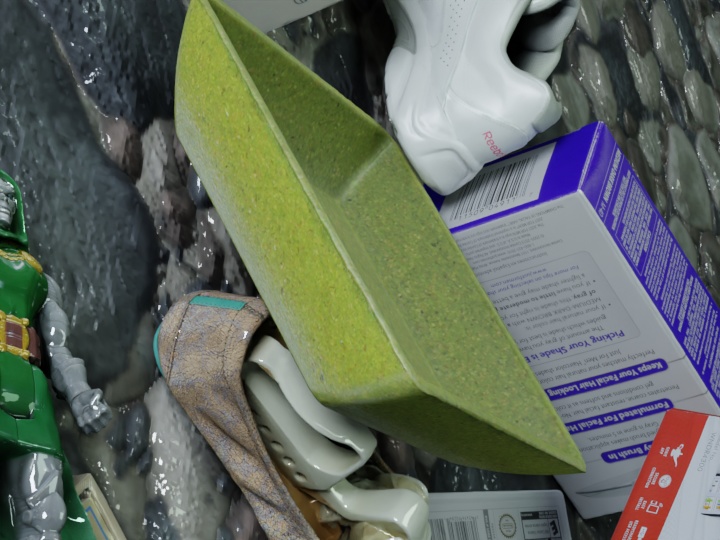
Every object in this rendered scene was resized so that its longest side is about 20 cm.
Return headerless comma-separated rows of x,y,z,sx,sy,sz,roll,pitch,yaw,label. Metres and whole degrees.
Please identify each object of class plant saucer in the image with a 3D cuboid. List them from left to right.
0.000,0.000,0.812,0.200,0.048,0.200,61,14,26,plant saucer

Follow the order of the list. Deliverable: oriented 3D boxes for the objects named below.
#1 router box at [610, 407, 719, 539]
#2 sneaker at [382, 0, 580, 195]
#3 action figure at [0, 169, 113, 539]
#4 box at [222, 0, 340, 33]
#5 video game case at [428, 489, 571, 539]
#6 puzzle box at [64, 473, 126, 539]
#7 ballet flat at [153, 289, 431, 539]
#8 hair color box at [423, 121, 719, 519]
0.183,0.170,0.866,0.049,0.179,0.201,42,66,-38,router box
0.061,-0.134,0.965,0.078,0.099,0.201,45,31,-55,sneaker
-0.126,0.048,0.659,0.118,0.055,0.201,24,42,-41,action figure
-0.072,-0.198,0.837,0.200,0.082,0.069,44,43,-34,box
0.073,0.206,0.922,0.143,0.018,0.201,8,69,-54,video game case
-0.122,0.174,0.648,0.134,0.025,0.200,63,35,-13,puzzle box
-0.012,0.090,0.805,0.200,0.067,0.068,54,47,-26,ballet flat
0.119,0.030,0.984,0.200,0.109,0.065,55,36,-25,hair color box
